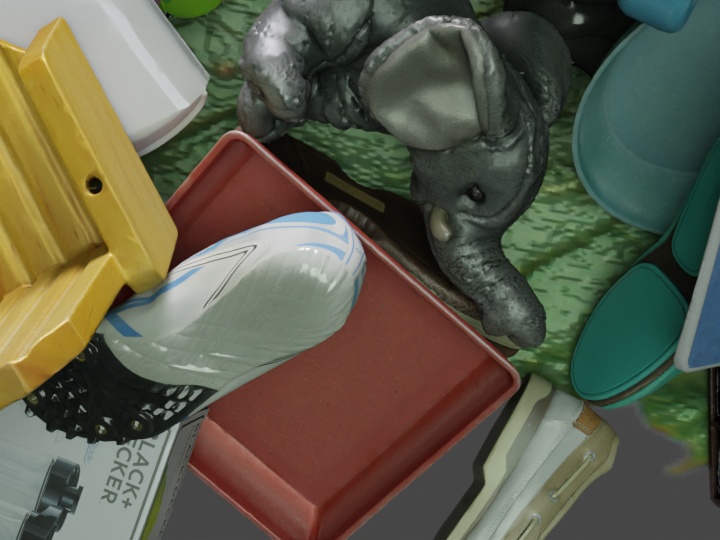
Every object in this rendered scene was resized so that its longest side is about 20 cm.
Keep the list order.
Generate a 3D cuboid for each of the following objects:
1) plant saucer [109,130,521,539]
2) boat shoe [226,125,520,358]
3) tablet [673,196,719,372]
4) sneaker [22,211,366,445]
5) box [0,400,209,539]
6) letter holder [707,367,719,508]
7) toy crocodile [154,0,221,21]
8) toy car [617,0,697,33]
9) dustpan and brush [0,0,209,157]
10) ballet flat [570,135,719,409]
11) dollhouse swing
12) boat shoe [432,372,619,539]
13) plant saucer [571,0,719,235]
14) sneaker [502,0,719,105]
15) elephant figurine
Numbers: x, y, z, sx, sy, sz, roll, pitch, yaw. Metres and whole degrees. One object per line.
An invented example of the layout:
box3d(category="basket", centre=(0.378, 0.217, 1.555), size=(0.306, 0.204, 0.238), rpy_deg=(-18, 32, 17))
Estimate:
box3d(category="plant saucer", centre=(-0.041, 0.043, 0.899), size=(0.200, 0.037, 0.200), rpy_deg=(41, 125, -5))
box3d(category="boat shoe", centre=(0.001, -0.003, 0.925), size=(0.202, 0.075, 0.075), rpy_deg=(33, 121, -3))
box3d(category="tablet", centre=(0.229, -0.044, 0.843), size=(0.130, 0.014, 0.201), rpy_deg=(-8, 120, -33))
box3d(category="sneaker", centre=(-0.085, 0.030, 0.830), size=(0.199, 0.073, 0.072), rpy_deg=(-23, 107, 18))
box3d(category="box", centre=(-0.197, 0.093, 0.902), size=(0.199, 0.060, 0.117), rpy_deg=(22, 96, 7))
box3d(category="letter holder", centre=(0.307, 0.090, 0.906), size=(0.199, 0.142, 0.101), rpy_deg=(-2, 96, -3))
box3d(category="toy crocodile", centre=(-0.064, -0.186, 0.903), size=(0.199, 0.062, 0.068), rpy_deg=(-29, 57, 3))
box3d(category="toy car", centre=(0.102, -0.239, 0.740), size=(0.184, 0.200, 0.177), rpy_deg=(25, 72, 9))
box3d(category="dustpan and brush", centre=(-0.184, -0.092, 0.887), size=(0.200, 0.057, 0.140), rpy_deg=(-37, 87, 14))
box3d(category="ballet flat", centre=(0.192, 0.004, 0.912), size=(0.070, 0.067, 0.200), rpy_deg=(4, 130, -33))
box3d(category="dollhouse swing", centre=(-0.216, -0.006, 0.778), size=(0.199, 0.176, 0.182), rpy_deg=(-29, 89, 12))
box3d(category="boat shoe", centre=(0.077, 0.161, 0.936), size=(0.068, 0.075, 0.201), rpy_deg=(29, 93, 0))
box3d(category="plant saucer", centre=(0.208, -0.097, 0.889), size=(0.199, 0.036, 0.200), rpy_deg=(-6, 139, -5))
box3d(category="sneaker", centre=(0.170, -0.135, 0.917), size=(0.199, 0.076, 0.091), rpy_deg=(9, 116, -8))
box3d(category="elephant figurine", centre=(0.047, -0.086, 0.856), size=(0.199, 0.155, 0.142), rpy_deg=(30, 61, 16))
